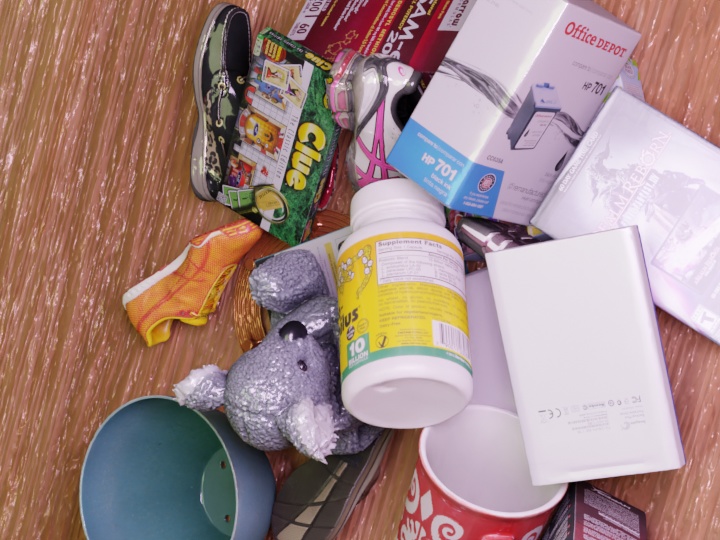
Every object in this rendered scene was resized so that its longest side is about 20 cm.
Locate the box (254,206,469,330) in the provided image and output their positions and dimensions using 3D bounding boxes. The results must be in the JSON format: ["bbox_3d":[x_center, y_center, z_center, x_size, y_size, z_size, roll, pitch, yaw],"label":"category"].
[{"bbox_3d":[0.000,0.000,1.775,0.200,0.049,0.082,-19,79,27],"label":"box"}]

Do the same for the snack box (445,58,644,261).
[{"bbox_3d":[0.168,-0.101,1.685,0.200,0.053,0.142,-17,77,32],"label":"snack box"}]

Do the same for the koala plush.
[{"bbox_3d":[-0.058,0.105,1.675,0.177,0.200,0.184,21,112,18],"label":"koala plush"}]

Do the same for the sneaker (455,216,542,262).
[{"bbox_3d":[0.144,0.040,1.599,0.200,0.076,0.116,34,107,31],"label":"sneaker"}]

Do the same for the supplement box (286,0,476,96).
[{"bbox_3d":[0.024,-0.209,1.756,0.200,0.061,0.109,5,55,33],"label":"supplement box"}]

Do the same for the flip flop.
[{"bbox_3d":[-0.013,0.193,1.798,0.081,0.058,0.200,30,89,36],"label":"flip flop"}]

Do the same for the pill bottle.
[{"bbox_3d":[0.036,0.025,1.599,0.113,0.113,0.200,-23,54,31],"label":"pill bottle"}]

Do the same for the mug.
[{"bbox_3d":[0.085,0.247,1.629,0.133,0.178,0.200,22,129,5],"label":"mug"}]

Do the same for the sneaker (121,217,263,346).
[{"bbox_3d":[-0.161,0.009,1.903,0.200,0.073,0.077,-39,80,35],"label":"sneaker"}]

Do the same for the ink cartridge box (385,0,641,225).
[{"bbox_3d":[0.133,-0.149,1.591,0.086,0.146,0.200,40,108,31],"label":"ink cartridge box"}]

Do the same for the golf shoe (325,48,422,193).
[{"bbox_3d":[0.032,-0.117,1.708,0.092,0.200,0.073,13,58,25],"label":"golf shoe"}]

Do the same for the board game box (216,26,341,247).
[{"bbox_3d":[-0.074,-0.125,1.778,0.105,0.023,0.200,29,128,16],"label":"board game box"}]

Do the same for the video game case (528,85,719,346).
[{"bbox_3d":[0.266,-0.047,1.588,0.200,0.019,0.143,33,95,12],"label":"video game case"}]

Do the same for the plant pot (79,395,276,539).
[{"bbox_3d":[-0.161,0.223,1.843,0.200,0.135,0.200,-1,88,34],"label":"plant pot"}]

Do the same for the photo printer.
[{"bbox_3d":[0.158,0.067,1.674,0.200,0.069,0.167,-20,76,32],"label":"photo printer"}]

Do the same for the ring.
[{"bbox_3d":[-0.051,0.037,1.848,0.200,0.019,0.201,-3,86,34],"label":"ring"}]

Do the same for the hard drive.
[{"bbox_3d":[0.186,0.072,1.533,0.132,0.025,0.200,-11,92,27],"label":"hard drive"}]

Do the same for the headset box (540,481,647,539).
[{"bbox_3d":[0.179,0.283,1.567,0.075,0.200,0.149,27,104,1],"label":"headset box"}]

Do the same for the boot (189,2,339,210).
[{"bbox_3d":[-0.091,-0.161,1.854,0.154,0.073,0.204,11,100,32],"label":"boot"}]
